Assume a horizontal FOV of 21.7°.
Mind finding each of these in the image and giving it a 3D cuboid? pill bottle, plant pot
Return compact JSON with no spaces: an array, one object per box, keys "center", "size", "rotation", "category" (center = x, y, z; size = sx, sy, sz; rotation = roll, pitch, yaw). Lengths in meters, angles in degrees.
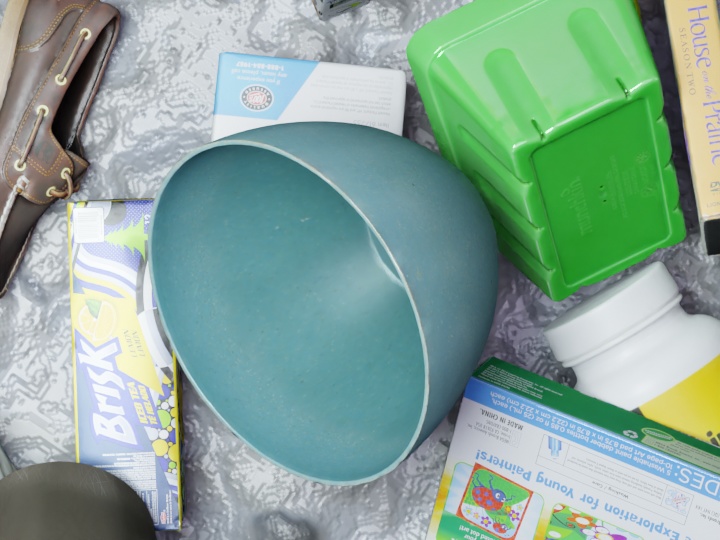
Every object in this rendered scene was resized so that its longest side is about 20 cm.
[{"center":[0.197,0.101,1.137],"size":[0.112,0.112,0.200],"rotation":[-32,90,-2],"category":"pill bottle"},{"center":[0.000,0.000,1.041],"size":[0.135,0.200,0.200],"rotation":[-31,91,-42],"category":"plant pot"}]

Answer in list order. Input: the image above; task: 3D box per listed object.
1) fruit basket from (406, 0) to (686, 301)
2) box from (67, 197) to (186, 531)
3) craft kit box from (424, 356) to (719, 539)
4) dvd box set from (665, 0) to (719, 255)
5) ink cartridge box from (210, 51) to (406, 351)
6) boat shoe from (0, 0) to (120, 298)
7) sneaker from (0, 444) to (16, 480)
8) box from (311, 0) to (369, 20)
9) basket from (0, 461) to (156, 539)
[{"center":[0.110,-0.116,1.117],"size":[0.155,0.216,0.216],"rotation":[-26,91,-2],"category":"fruit basket"},{"center":[-0.142,0.056,1.146],"size":[0.064,0.070,0.200],"rotation":[-1,90,-3],"category":"box"},{"center":[0.136,0.176,1.101],"size":[0.200,0.049,0.198],"rotation":[22,112,18],"category":"craft kit box"},{"center":[0.199,-0.117,1.102],"size":[0.029,0.146,0.200],"rotation":[-9,80,10],"category":"dvd box set"},{"center":[-0.039,-0.026,1.151],"size":[0.116,0.068,0.200],"rotation":[6,89,-4],"category":"ink cartridge box"},{"center":[-0.199,-0.075,1.145],"size":[0.070,0.070,0.200],"rotation":[14,89,2],"category":"boat shoe"},{"center":[-0.229,0.154,1.138],"size":[0.076,0.081,0.200],"rotation":[-35,94,-3],"category":"sneaker"},{"center":[-0.045,-0.256,1.132],"size":[0.035,0.110,0.200],"rotation":[-22,91,-2],"category":"box"},{"center":[-0.165,0.200,1.018],"size":[0.136,0.200,0.180],"rotation":[22,111,-16],"category":"basket"}]
